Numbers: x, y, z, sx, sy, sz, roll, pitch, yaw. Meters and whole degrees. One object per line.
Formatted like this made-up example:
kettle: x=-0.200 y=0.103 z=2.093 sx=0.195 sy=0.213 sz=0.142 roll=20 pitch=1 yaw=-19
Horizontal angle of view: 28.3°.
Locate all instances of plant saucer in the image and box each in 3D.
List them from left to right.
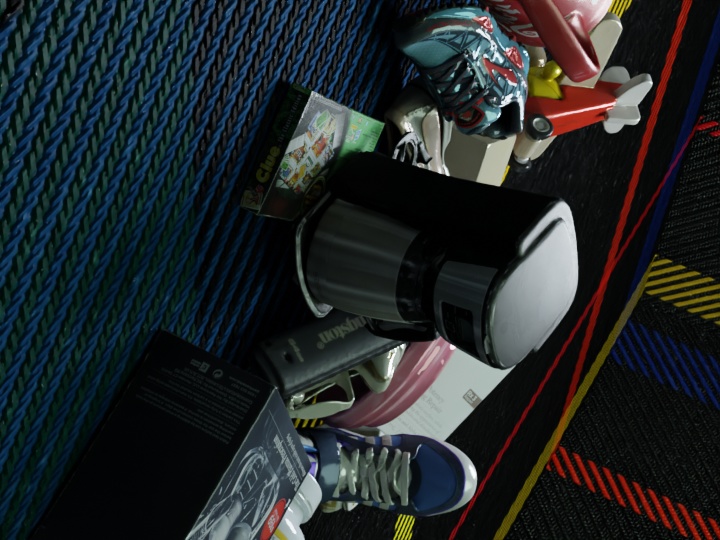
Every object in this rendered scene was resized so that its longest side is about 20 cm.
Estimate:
plant saucer: x=0.037 y=0.080 z=1.416 sx=0.201 sy=0.051 sz=0.201 roll=-47 pitch=-166 yaw=16

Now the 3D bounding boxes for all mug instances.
mug: x=0.163 y=-0.274 z=1.285 sx=0.134 sy=0.177 sz=0.200 roll=-54 pitch=161 yaw=10

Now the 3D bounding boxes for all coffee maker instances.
coffee maker: x=0.074 y=-0.028 z=1.173 sx=0.193 sy=0.199 sz=0.135 roll=-63 pitch=147 yaw=-17

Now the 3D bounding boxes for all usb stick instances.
usb stick: x=-0.006 y=0.055 z=1.246 sx=0.199 sy=0.056 sz=0.033 roll=-23 pitch=170 yaw=-30

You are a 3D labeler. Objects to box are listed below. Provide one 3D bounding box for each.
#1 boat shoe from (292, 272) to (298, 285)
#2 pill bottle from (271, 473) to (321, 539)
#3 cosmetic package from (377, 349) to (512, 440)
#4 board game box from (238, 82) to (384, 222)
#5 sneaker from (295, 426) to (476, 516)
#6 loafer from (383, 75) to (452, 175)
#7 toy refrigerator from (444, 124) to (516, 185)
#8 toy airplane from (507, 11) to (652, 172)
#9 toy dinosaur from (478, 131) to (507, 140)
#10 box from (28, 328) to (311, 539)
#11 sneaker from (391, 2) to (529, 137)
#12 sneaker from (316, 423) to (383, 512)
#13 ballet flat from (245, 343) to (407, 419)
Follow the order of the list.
boat shoe: x=0.000 y=0.000 z=1.333 sx=0.068 sy=0.072 sz=0.200 roll=-61 pitch=157 yaw=3
pill bottle: x=-0.117 y=0.256 z=1.247 sx=0.200 sy=0.112 sz=0.112 roll=-55 pitch=161 yaw=-32
cosmetic package: x=0.090 y=0.095 z=1.518 sx=0.200 sy=0.074 sz=0.102 roll=-46 pitch=123 yaw=1
board game box: x=-0.035 y=-0.089 z=1.174 sx=0.105 sy=0.023 sz=0.200 roll=-68 pitch=164 yaw=4
sneaker: x=-0.008 y=0.194 z=1.354 sx=0.146 sy=0.199 sz=0.081 roll=0 pitch=97 yaw=-56
loafer: x=0.048 y=-0.095 z=1.371 sx=0.063 sy=0.072 sz=0.201 roll=-36 pitch=145 yaw=-27
toy refrigerator: x=0.094 y=-0.063 z=1.543 sx=0.076 sy=0.070 sz=0.201 roll=-25 pitch=136 yaw=-57
toy airplane: x=0.224 y=-0.205 z=1.613 sx=0.200 sy=0.141 sz=0.199 roll=-37 pitch=158 yaw=15
toy dinosaur: x=0.105 y=-0.166 z=1.427 sx=0.200 sy=0.088 sz=0.048 roll=100 pitch=-17 yaw=-46
box: x=-0.135 y=0.176 z=1.093 sx=0.183 sy=0.104 sz=0.200 roll=-59 pitch=162 yaw=-18
sneaker: x=0.099 y=-0.172 z=1.266 sx=0.200 sy=0.079 sz=0.096 roll=17 pitch=66 yaw=-54
sneaker: x=-0.023 y=0.223 z=1.567 sx=0.200 sy=0.073 sz=0.116 roll=-27 pitch=136 yaw=-67
ballet flat: x=-0.012 y=0.088 z=1.285 sx=0.200 sy=0.072 sz=0.072 roll=-23 pitch=141 yaw=-29
